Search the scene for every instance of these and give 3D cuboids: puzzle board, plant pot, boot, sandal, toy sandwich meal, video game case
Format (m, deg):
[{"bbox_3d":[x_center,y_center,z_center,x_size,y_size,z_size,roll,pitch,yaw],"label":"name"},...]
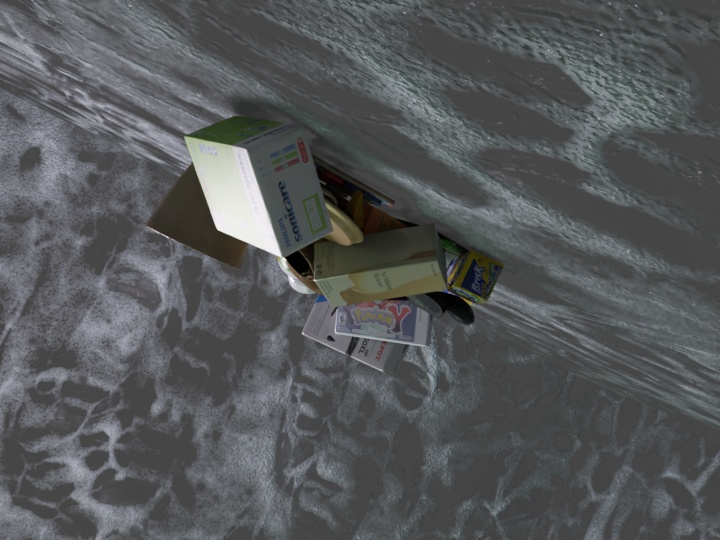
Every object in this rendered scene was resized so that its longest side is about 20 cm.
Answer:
[{"bbox_3d":[-0.059,-0.147,1.144,0.199,0.017,0.151,27,177,-23],"label":"puzzle board"},{"bbox_3d":[-0.261,-0.131,1.348,0.187,0.201,0.187,24,177,1],"label":"plant pot"},{"bbox_3d":[-0.090,-0.005,1.243,0.200,0.073,0.076,56,-166,-48],"label":"boot"},{"bbox_3d":[0.054,0.027,1.268,0.200,0.048,0.075,29,156,28],"label":"sandal"},{"bbox_3d":[-0.064,-0.109,1.119,0.205,0.070,0.205,31,170,6],"label":"toy sandwich meal"},{"bbox_3d":[0.048,0.043,1.423,0.199,0.183,0.023,5,179,28],"label":"video game case"}]

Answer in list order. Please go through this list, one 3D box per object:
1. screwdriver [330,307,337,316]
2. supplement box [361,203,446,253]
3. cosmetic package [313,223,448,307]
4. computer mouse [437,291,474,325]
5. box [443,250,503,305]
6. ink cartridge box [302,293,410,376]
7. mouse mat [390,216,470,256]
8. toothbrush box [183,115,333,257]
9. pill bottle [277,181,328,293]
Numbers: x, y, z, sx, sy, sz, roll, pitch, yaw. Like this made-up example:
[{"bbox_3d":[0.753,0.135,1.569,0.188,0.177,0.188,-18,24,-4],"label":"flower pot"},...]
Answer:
[{"bbox_3d":[0.000,0.000,1.350,0.028,0.200,0.029,35,172,-9],"label":"screwdriver"},{"bbox_3d":[0.058,-0.049,1.278,0.200,0.067,0.069,26,174,-42],"label":"supplement box"},{"bbox_3d":[0.034,-0.006,1.191,0.199,0.071,0.105,-10,149,14],"label":"cosmetic package"},{"bbox_3d":[0.121,0.034,1.304,0.200,0.034,0.059,33,175,27],"label":"computer mouse"},{"bbox_3d":[0.188,0.016,1.302,0.064,0.070,0.200,26,175,0],"label":"box"},{"bbox_3d":[0.004,0.107,1.512,0.199,0.145,0.084,22,175,25],"label":"ink cartridge box"},{"bbox_3d":[0.117,-0.059,1.325,0.161,0.008,0.200,28,176,-37],"label":"mouse mat"},{"bbox_3d":[-0.137,-0.116,0.978,0.200,0.086,0.146,22,134,54],"label":"toothbrush box"},{"bbox_3d":[-0.096,-0.054,1.326,0.111,0.111,0.201,24,142,22],"label":"pill bottle"}]
